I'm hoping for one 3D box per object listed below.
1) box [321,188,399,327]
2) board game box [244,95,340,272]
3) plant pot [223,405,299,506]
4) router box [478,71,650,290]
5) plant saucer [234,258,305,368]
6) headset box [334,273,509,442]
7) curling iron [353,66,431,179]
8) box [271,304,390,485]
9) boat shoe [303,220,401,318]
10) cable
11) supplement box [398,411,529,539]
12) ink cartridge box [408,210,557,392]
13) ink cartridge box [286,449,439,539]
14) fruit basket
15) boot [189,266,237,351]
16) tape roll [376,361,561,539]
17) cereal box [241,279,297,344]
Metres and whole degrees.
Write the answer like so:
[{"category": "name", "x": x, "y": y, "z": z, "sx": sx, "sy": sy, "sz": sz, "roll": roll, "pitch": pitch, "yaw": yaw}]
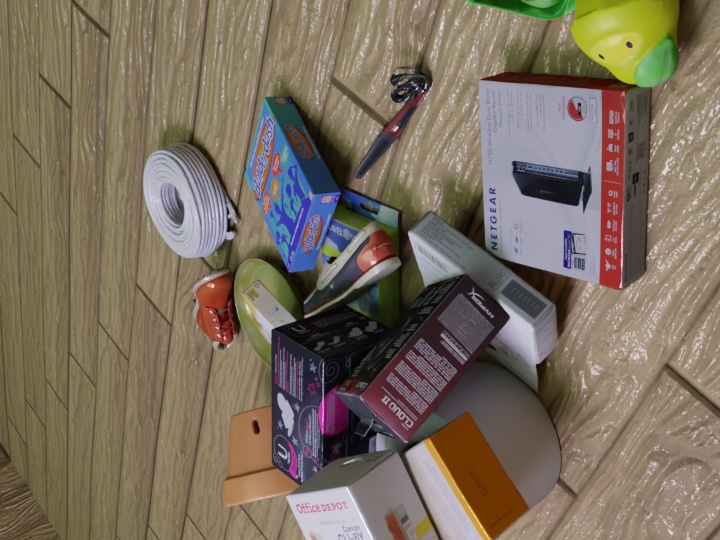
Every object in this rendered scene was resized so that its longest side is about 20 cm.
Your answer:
[{"category": "box", "x": 0.000, "y": 0.000, "z": 1.212, "sx": 0.121, "sy": 0.047, "sz": 0.203, "roll": 25, "pitch": 127, "yaw": 40}, {"category": "board game box", "x": -0.102, "y": -0.124, "z": 1.230, "sx": 0.202, "sy": 0.044, "sz": 0.153, "roll": 62, "pitch": 146, "yaw": 34}, {"category": "plant pot", "x": -0.137, "y": 0.299, "z": 1.431, "sx": 0.199, "sy": 0.197, "sz": 0.143, "roll": -27, "pitch": 71, "yaw": 52}, {"category": "router box", "x": 0.210, "y": -0.098, "z": 0.905, "sx": 0.178, "sy": 0.048, "sz": 0.204, "roll": 17, "pitch": 121, "yaw": 45}, {"category": "plant saucer", "x": -0.140, "y": 0.073, "z": 1.431, "sx": 0.199, "sy": 0.031, "sz": 0.203, "roll": 27, "pitch": 127, "yaw": 42}, {"category": "headset box", "x": 0.059, "y": 0.107, "z": 0.986, "sx": 0.077, "sy": 0.200, "sz": 0.149, "roll": 42, "pitch": 167, "yaw": -5}, {"category": "curling iron", "x": 0.033, "y": -0.183, "z": 1.090, "sx": 0.049, "sy": 0.026, "sz": 0.201, "roll": 24, "pitch": 142, "yaw": -7}, {"category": "box", "x": -0.036, "y": 0.167, "z": 1.125, "sx": 0.114, "sy": 0.131, "sz": 0.204, "roll": 24, "pitch": 120, "yaw": 43}, {"category": "boat shoe", "x": -0.021, "y": 0.006, "z": 1.144, "sx": 0.200, "sy": 0.071, "sz": 0.063, "roll": -38, "pitch": 76, "yaw": 47}, {"category": "cable", "x": -0.306, "y": -0.118, "z": 1.501, "sx": 0.199, "sy": 0.069, "sz": 0.203, "roll": -30, "pitch": 85, "yaw": 52}, {"category": "supplement box", "x": 0.085, "y": 0.263, "z": 0.994, "sx": 0.127, "sy": 0.073, "sz": 0.200, "roll": 57, "pitch": 141, "yaw": 11}, {"category": "ink cartridge box", "x": 0.151, "y": 0.040, "z": 1.041, "sx": 0.199, "sy": 0.043, "sz": 0.174, "roll": 40, "pitch": 166, "yaw": 30}, {"category": "ink cartridge box", "x": 0.017, "y": 0.319, "z": 0.977, "sx": 0.145, "sy": 0.083, "sz": 0.203, "roll": -26, "pitch": 89, "yaw": 53}, {"category": "fruit basket", "x": 0.209, "y": -0.261, "z": 0.760, "sx": 0.214, "sy": 0.153, "sz": 0.220, "roll": 3, "pitch": 94, "yaw": 54}, {"category": "boot", "x": -0.245, "y": 0.068, "z": 1.506, "sx": 0.108, "sy": 0.074, "sz": 0.201, "roll": 60, "pitch": 157, "yaw": 18}, {"category": "tape roll", "x": 0.134, "y": 0.236, "z": 1.096, "sx": 0.201, "sy": 0.138, "sz": 0.206, "roll": 27, "pitch": 128, "yaw": 39}, {"category": "cereal box", "x": -0.093, "y": 0.120, "z": 1.296, "sx": 0.200, "sy": 0.039, "sz": 0.145, "roll": 45, "pitch": 164, "yaw": 28}]
